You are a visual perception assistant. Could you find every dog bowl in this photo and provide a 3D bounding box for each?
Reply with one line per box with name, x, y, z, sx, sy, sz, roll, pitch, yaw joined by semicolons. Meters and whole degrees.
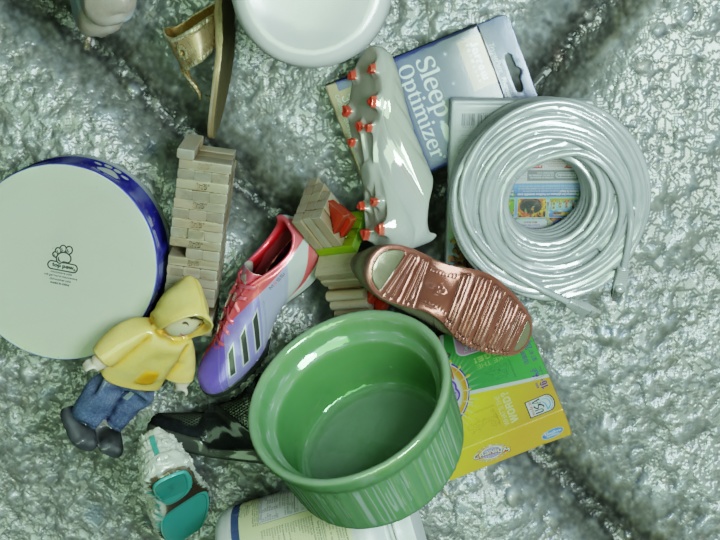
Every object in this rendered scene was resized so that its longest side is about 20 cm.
dog bowl;-0.295;-0.014;1.331;0.198;0.079;0.202;0;100;1

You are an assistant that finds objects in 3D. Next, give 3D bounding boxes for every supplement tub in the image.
supplement tub;-0.041;-0.264;1.221;0.143;0.200;0.146;0;100;1
supplement tub;-0.035;0.288;1.343;0.198;0.145;0.146;-17;99;4

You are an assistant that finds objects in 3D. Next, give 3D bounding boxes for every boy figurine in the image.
boy figurine;-0.209;0.093;1.300;0.124;0.065;0.200;27;111;-43

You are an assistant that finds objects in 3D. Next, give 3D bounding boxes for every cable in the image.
cable;0.184;-0.071;1.278;0.198;0.069;0.202;17;107;-8

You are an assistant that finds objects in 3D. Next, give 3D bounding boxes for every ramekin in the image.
ramekin;0.002;0.145;1.240;0.198;0.201;0.098;-21;133;5

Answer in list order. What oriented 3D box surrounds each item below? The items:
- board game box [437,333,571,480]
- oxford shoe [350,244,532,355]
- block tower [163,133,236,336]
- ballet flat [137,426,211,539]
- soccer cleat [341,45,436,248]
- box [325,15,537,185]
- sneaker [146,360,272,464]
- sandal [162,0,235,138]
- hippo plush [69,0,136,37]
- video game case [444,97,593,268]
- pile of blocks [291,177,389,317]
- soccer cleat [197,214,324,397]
board game box;0.093;0.133;1.312;0.198;0.154;0.040;-23;132;4
oxford shoe;0.080;0.023;1.279;0.199;0.074;0.071;29;85;-23
block tower;-0.162;-0.031;1.319;0.057;0.054;0.202;7;111;-1
ballet flat;-0.193;0.214;1.339;0.071;0.201;0.072;1;60;-3
soccer cleat;0.031;-0.119;1.288;0.077;0.069;0.202;-5;90;-33
box;0.077;-0.167;1.321;0.198;0.032;0.122;-22;99;4
sneaker;-0.120;0.140;1.358;0.197;0.076;0.116;4;89;6
sandal;-0.157;-0.237;1.275;0.069;0.078;0.213;13;120;0
hippo plush;-0.205;-0.313;1.253;0.159;0.200;0.161;-14;101;-20
video game case;0.157;-0.073;1.321;0.142;0.018;0.202;0;109;-3
pile of blocks;0.000;0.000;1.318;0.062;0.082;0.202;-5;116;32
soccer cleat;-0.111;0.033;1.319;0.068;0.073;0.201;34;87;40
